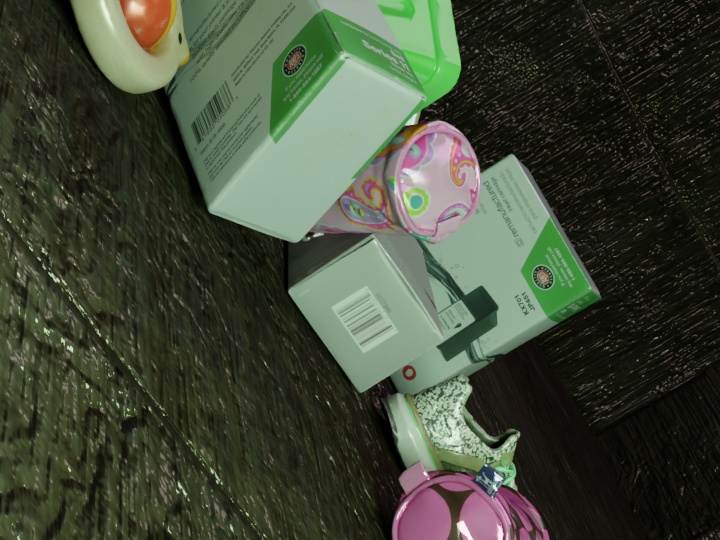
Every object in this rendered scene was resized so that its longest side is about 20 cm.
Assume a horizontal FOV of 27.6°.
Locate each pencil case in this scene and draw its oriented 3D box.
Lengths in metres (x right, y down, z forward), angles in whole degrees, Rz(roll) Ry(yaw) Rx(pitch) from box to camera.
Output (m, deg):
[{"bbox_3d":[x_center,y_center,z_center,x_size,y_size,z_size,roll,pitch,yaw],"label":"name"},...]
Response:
[{"bbox_3d":[0.080,0.183,1.025,0.094,0.091,0.200,48,1,19],"label":"pencil case"},{"bbox_3d":[-0.005,-0.062,1.055,0.199,0.088,0.088,2,-46,50],"label":"pencil case"}]

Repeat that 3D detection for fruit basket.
[{"bbox_3d":[0.024,-0.198,1.165,0.214,0.155,0.217,22,54,-34],"label":"fruit basket"}]

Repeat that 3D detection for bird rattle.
[{"bbox_3d":[-0.149,-0.194,0.922,0.200,0.112,0.165,-72,147,-76],"label":"bird rattle"}]

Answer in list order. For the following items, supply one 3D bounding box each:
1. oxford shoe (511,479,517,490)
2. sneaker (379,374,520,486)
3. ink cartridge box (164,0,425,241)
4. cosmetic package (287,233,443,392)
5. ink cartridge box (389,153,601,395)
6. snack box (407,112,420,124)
[{"bbox_3d":[0.098,0.178,1.255,0.201,0.057,0.075,54,12,-26],"label":"oxford shoe"},{"bbox_3d":[0.097,0.166,1.164,0.201,0.088,0.077,57,8,-21],"label":"sneaker"},{"bbox_3d":[-0.059,-0.145,1.005,0.083,0.147,0.201,19,35,-41],"label":"ink cartridge box"},{"bbox_3d":[0.000,0.000,1.180,0.107,0.090,0.200,54,12,-20],"label":"cosmetic package"},{"bbox_3d":[0.095,0.011,1.330,0.147,0.199,0.083,60,11,12],"label":"ink cartridge box"},{"bbox_3d":[0.029,-0.114,1.478,0.037,0.202,0.116,16,9,1],"label":"snack box"}]
